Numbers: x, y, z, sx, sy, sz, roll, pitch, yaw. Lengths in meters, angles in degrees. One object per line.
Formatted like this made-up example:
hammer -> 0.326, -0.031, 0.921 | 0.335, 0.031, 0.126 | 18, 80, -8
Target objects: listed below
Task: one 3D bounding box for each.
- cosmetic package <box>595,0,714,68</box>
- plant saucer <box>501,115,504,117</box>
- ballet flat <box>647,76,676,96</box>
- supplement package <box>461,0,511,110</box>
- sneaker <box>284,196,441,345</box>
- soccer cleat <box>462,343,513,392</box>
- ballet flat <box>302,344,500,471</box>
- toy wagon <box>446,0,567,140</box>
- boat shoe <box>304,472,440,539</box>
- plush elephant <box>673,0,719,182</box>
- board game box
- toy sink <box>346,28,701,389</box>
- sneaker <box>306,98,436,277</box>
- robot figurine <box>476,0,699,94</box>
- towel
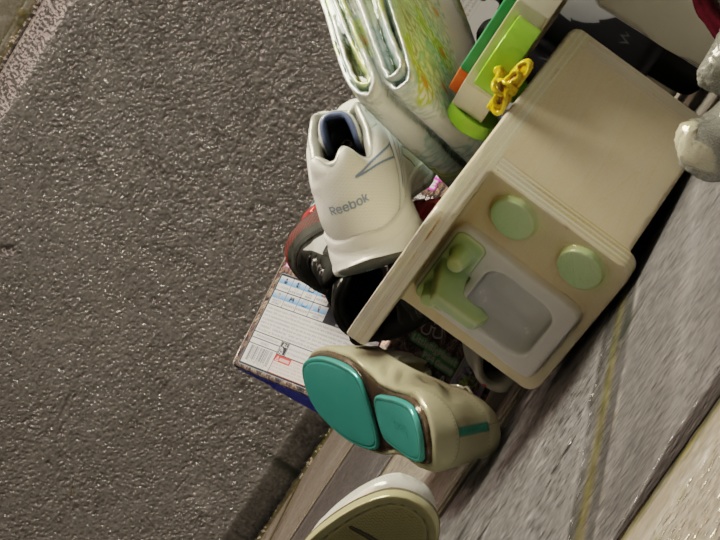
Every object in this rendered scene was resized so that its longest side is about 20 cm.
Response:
cosmetic package -> 0.223, -0.203, 1.704 | 0.071, 0.105, 0.200 | -58, 2, 34
plant saucer -> 0.123, -0.094, 1.959 | 0.070, 0.019, 0.200 | -43, 11, -21
ballet flat -> 0.187, -0.113, 1.970 | 0.200, 0.067, 0.071 | -61, 39, 41
supplement package -> 0.148, -0.194, 2.153 | 0.120, 0.200, 0.121 | -56, 1, 33
sneaker -> 0.000, 0.000, 1.795 | 0.098, 0.071, 0.200 | -43, 24, -25
soccer cleat -> 0.124, -0.011, 1.765 | 0.200, 0.068, 0.085 | -60, 9, 21
ballet flat -> 0.029, 0.084, 1.753 | 0.070, 0.069, 0.200 | -57, 26, -4
toy wagon -> 0.102, -0.150, 1.656 | 0.155, 0.040, 0.200 | -57, -2, 30
boat shoe -> -0.007, 0.181, 1.656 | 0.200, 0.075, 0.068 | -57, 6, 39
plush elephant -> 0.177, -0.172, 1.392 | 0.200, 0.155, 0.165 | -57, 1, 40
board game box -> 0.029, 0.011, 1.920 | 0.159, 0.097, 0.200 | 18, 80, 54
toy sink -> 0.102, -0.020, 1.620 | 0.200, 0.112, 0.130 | -51, -3, -44
sneaker -> 0.002, -0.073, 1.736 | 0.074, 0.087, 0.200 | -20, 22, 6
robot figurine -> 0.158, -0.197, 1.836 | 0.125, 0.200, 0.150 | -55, 1, 43
towel -> 0.031, -0.142, 1.761 | 0.048, 0.172, 0.200 | -24, -30, 17
